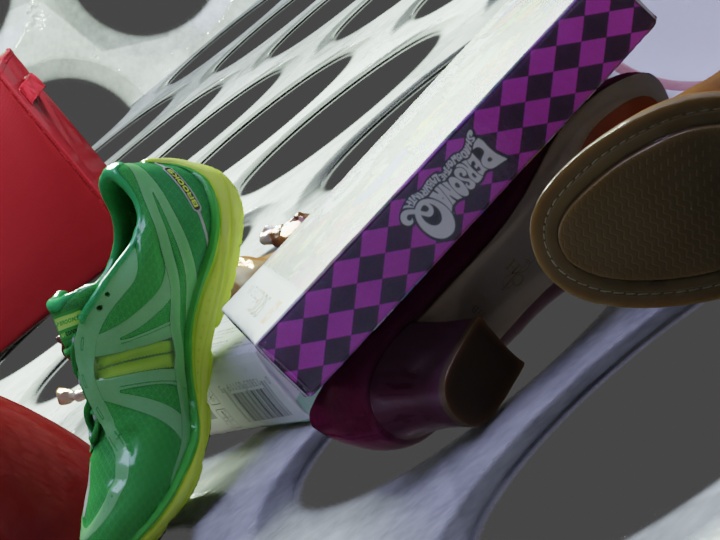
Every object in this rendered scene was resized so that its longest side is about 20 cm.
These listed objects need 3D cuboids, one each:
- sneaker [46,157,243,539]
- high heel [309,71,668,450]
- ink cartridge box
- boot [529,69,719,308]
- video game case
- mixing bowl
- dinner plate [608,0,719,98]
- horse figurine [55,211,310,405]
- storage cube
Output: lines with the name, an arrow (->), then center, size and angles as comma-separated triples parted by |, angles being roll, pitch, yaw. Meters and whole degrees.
sneaker -> -0.111, 0.042, 1.314 | 0.074, 0.083, 0.201 | -27, 52, 62
high heel -> 0.053, -0.009, 1.156 | 0.096, 0.067, 0.200 | -9, 33, 50
ink cartridge box -> 0.000, 0.000, 1.388 | 0.200, 0.050, 0.161 | -41, 10, -22
boot -> 0.151, -0.065, 1.037 | 0.200, 0.077, 0.155 | -34, 12, 10
video game case -> 0.026, -0.038, 1.157 | 0.200, 0.036, 0.181 | -47, 8, -2
mixing bowl -> -0.222, 0.130, 1.423 | 0.200, 0.108, 0.200 | -38, 11, 8
dinner plate -> 0.156, -0.153, 1.241 | 0.200, 0.200, 0.024 | -36, -33, 15
horse figurine -> -0.096, 0.025, 1.565 | 0.132, 0.050, 0.200 | -16, 10, 20
storage cube -> -0.300, -0.049, 2.267 | 0.200, 0.180, 0.171 | -39, 10, 3
